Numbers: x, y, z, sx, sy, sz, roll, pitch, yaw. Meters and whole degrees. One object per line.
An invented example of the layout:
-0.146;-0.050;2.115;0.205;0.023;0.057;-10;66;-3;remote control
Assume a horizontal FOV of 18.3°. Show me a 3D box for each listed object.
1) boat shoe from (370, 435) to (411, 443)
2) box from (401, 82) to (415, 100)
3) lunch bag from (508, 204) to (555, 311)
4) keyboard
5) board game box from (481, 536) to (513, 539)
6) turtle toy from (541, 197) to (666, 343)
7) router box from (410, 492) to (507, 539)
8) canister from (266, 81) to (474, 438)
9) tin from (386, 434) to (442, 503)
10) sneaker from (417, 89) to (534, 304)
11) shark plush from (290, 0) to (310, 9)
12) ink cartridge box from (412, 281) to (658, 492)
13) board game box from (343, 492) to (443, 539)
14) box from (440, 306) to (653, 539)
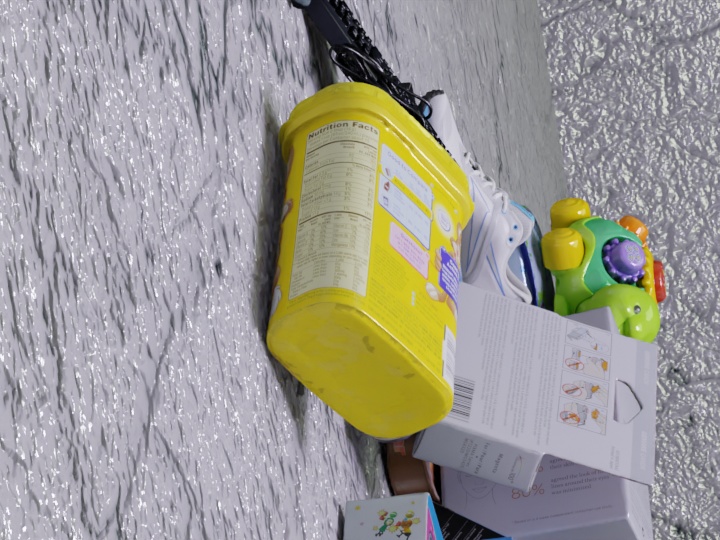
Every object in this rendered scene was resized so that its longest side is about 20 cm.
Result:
0.026;0.044;1.678;0.065;0.072;0.201;62;19;-55;boat shoe
0.031;-0.040;1.827;0.160;0.049;0.201;-71;150;-73;box
0.124;0.049;2.039;0.170;0.127;0.201;-26;98;-79;lunch bag
0.031;-0.139;1.722;0.200;0.040;0.104;53;20;-13;keyboard
0.095;0.323;1.538;0.196;0.056;0.200;-87;166;-44;board game box
0.220;0.023;1.995;0.200;0.101;0.146;-66;148;-66;turtle toy
0.105;0.272;1.715;0.051;0.149;0.200;-48;142;-27;router box
0.006;-0.006;1.493;0.149;0.086;0.201;43;35;-34;canister
0.051;0.136;1.831;0.200;0.042;0.113;32;54;-76;tin
0.096;-0.054;1.831;0.075;0.086;0.201;-63;142;-70;sneaker
-0.024;-0.288;1.632;0.091;0.083;0.201;-80;159;-59;shark plush
0.137;0.097;1.708;0.200;0.173;0.044;-75;-176;-59;ink cartridge box
0.029;0.277;1.539;0.201;0.064;0.148;-88;166;-45;board game box
0.149;0.150;1.816;0.106;0.152;0.201;61;24;-50;box
